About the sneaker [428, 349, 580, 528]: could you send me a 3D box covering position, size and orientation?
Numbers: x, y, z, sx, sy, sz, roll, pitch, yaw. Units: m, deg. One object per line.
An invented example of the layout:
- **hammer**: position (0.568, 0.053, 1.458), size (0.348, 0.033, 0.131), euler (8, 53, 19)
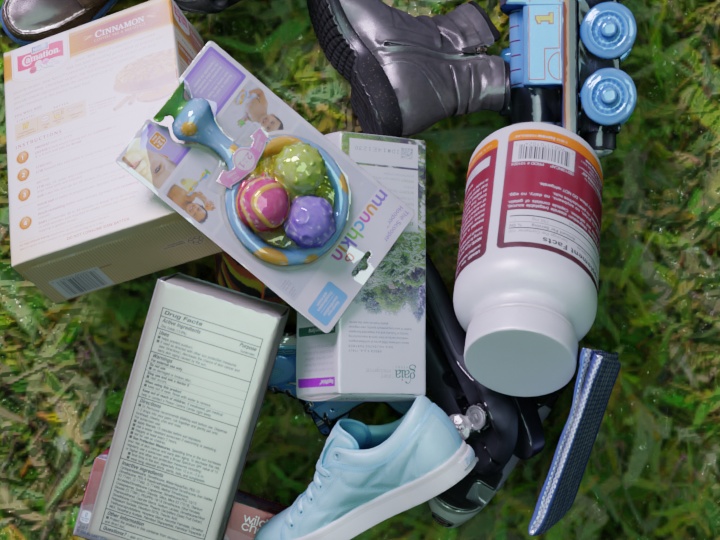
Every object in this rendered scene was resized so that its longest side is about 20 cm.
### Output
- **sneaker**: position (0.111, 0.127, 1.266), size (0.074, 0.089, 0.201), euler (33, 65, 12)

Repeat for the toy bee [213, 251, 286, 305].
- **toy bee**: position (-0.093, -0.055, 1.230), size (0.131, 0.108, 0.202), euler (-42, 109, -44)

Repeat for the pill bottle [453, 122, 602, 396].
- **pill bottle**: position (0.131, -0.008, 1.189), size (0.111, 0.114, 0.202), euler (11, 51, -1)

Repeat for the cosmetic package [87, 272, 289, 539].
- **cosmetic package**: position (-0.130, 0.113, 1.176), size (0.102, 0.087, 0.203), euler (18, 95, 1)

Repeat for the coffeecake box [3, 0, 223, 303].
- **coffeecake box**: position (-0.195, -0.097, 1.198), size (0.152, 0.073, 0.202), euler (-17, 61, 13)

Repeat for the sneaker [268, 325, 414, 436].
- **sneaker**: position (-0.041, 0.093, 1.256), size (0.197, 0.078, 0.091), euler (1, 93, -1)

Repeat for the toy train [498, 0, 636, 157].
- **toy train**: position (0.171, -0.195, 1.261), size (0.112, 0.087, 0.203), euler (0, 92, 8)

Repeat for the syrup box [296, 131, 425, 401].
- **syrup box**: position (0.000, 0.000, 1.182), size (0.078, 0.081, 0.203), euler (3, 84, -28)

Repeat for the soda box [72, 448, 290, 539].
- **soda box**: position (-0.131, 0.211, 1.259), size (0.197, 0.063, 0.071), euler (18, 90, -1)

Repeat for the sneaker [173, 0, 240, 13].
- **sneaker**: position (-0.075, -0.272, 1.236), size (0.200, 0.090, 0.067), euler (-44, 129, -14)

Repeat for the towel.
- **towel**: position (0.167, 0.130, 1.199), size (0.024, 0.200, 0.147), euler (18, 91, 14)

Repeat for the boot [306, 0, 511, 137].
- **boot**: position (0.037, -0.201, 1.261), size (0.130, 0.070, 0.202), euler (-19, 74, -14)

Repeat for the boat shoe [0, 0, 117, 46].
- **boat shoe**: position (-0.216, -0.258, 1.256), size (0.199, 0.072, 0.073), euler (-36, 90, -1)

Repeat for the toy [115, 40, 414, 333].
- **toy**: position (-0.064, -0.063, 1.100), size (0.199, 0.047, 0.116), euler (39, 78, -5)

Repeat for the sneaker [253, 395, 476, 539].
- **sneaker**: position (-0.011, 0.157, 1.177), size (0.199, 0.074, 0.083), euler (-30, 95, 16)

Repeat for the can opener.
- **can opener**: position (0.070, 0.071, 1.212), size (0.063, 0.078, 0.201), euler (-39, 71, 23)
